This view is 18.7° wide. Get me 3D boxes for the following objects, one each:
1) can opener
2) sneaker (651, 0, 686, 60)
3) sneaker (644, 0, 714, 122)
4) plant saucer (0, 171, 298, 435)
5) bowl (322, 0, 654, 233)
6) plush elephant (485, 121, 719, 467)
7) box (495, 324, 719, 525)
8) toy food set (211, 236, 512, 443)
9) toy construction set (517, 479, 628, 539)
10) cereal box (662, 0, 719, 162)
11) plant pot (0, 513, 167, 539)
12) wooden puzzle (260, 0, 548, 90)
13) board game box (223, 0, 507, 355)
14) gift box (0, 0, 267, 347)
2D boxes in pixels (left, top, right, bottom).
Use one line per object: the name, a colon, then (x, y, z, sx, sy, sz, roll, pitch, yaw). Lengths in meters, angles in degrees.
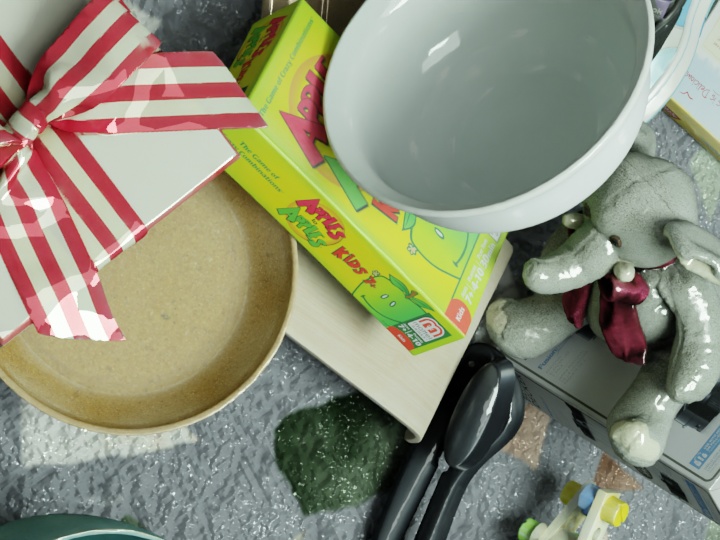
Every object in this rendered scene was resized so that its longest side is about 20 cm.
can opener: (0.047, 0.139, 1.448, 0.079, 0.063, 0.201, 6, 115, -59)
sneaker: (0.158, -0.156, 1.349, 0.075, 0.088, 0.201, 25, 102, -4)
sneaker: (0.168, -0.195, 1.423, 0.130, 0.079, 0.201, 36, 74, -33)
plant saucer: (-0.137, -0.001, 1.286, 0.199, 0.035, 0.201, 2, 80, -10)
bowl: (0.086, -0.095, 1.258, 0.201, 0.201, 0.090, -50, 141, -10)
plush elephant: (0.165, -0.007, 1.342, 0.200, 0.165, 0.155, -41, 140, 4)
box: (0.196, 0.070, 1.428, 0.117, 0.200, 0.060, -48, 138, -9)
toy food set: (0.000, 0.000, 1.395, 0.200, 0.060, 0.144, 38, 71, -32)
toy construction set: (0.120, 0.242, 1.495, 0.200, 0.092, 0.131, -43, 144, -5)
cereal box: (0.295, -0.169, 1.522, 0.144, 0.039, 0.200, 38, 83, -31)
plant pot: (-0.190, 0.228, 1.289, 0.199, 0.135, 0.201, -9, 107, -30)
wooden puzzle: (0.045, -0.199, 1.336, 0.199, 0.046, 0.186, 6, 98, 3)
board game box: (-0.001, -0.054, 1.306, 0.200, 0.048, 0.102, 45, 49, -24)
gift box: (-0.172, -0.062, 1.169, 0.185, 0.187, 0.200, -44, 97, -14)
